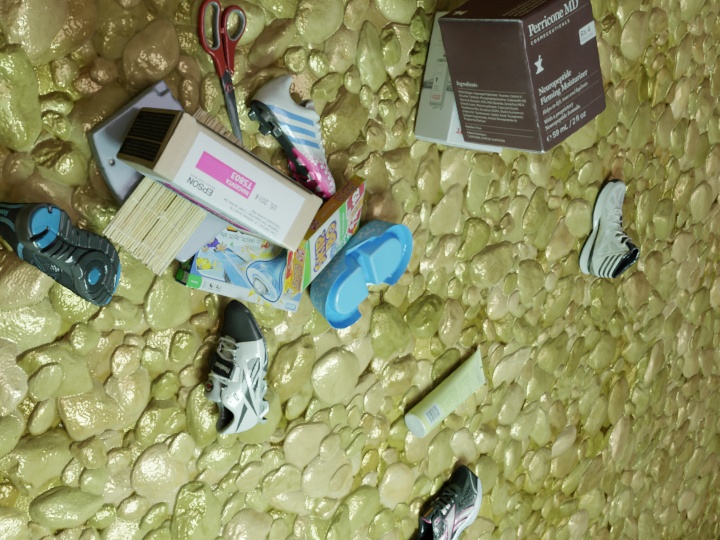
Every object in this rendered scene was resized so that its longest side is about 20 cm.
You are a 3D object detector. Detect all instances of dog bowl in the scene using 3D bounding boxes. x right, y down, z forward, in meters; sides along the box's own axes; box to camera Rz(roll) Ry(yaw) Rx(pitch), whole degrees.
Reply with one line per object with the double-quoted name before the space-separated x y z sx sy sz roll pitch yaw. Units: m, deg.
"dog bowl" 0.000 0.000 1.401 0.200 0.049 0.112 -43 141 -23

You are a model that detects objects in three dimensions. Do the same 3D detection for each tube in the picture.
"tube" 0.161 0.226 1.637 0.199 0.052 0.058 -35 166 -33

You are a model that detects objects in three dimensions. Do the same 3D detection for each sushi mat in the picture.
"sushi mat" -0.225 -0.098 1.127 0.096 0.012 0.201 42 78 -29

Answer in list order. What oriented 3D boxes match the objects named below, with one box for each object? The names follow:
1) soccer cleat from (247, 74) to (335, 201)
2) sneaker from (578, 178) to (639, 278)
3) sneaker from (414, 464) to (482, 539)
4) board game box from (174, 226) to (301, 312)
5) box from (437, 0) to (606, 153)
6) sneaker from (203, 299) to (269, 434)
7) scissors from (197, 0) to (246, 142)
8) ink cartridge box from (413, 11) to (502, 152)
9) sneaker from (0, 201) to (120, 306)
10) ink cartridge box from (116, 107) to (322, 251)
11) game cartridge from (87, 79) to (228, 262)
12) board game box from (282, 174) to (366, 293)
"soccer cleat" -0.076 -0.186 1.271 0.087 0.069 0.201 -50 130 -18
"sneaker" 0.524 -0.079 1.819 0.075 0.115 0.204 14 94 -43
"sneaker" 0.157 0.458 1.685 0.086 0.080 0.203 30 77 -32
"board game box" -0.154 -0.026 1.275 0.198 0.034 0.137 16 92 -43
"box" 0.242 -0.305 1.344 0.165 0.163 0.202 -34 123 -29
"sneaker" -0.181 0.144 1.278 0.088 0.074 0.203 -20 116 -38
"scissors" -0.183 -0.254 1.195 0.072 0.014 0.203 -11 112 -42
"ink cartridge box" 0.177 -0.300 1.457 0.145 0.082 0.203 2 102 -42
"sneaker" -0.356 -0.025 1.075 0.201 0.081 0.074 62 45 -56
"ink cartridge box" -0.167 -0.108 1.055 0.199 0.164 0.076 31 85 -30
"game cartridge" -0.246 -0.118 1.138 0.133 0.041 0.201 -42 118 -21
"board game box" -0.051 -0.051 1.302 0.200 0.030 0.097 -47 155 -45
